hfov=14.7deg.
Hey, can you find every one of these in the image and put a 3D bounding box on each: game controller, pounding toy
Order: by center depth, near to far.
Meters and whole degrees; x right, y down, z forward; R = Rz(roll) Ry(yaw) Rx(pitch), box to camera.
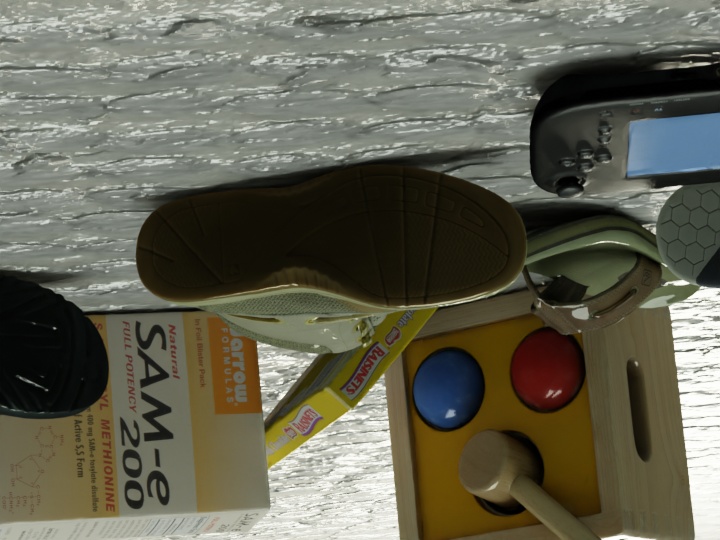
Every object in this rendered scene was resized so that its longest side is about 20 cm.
[{"bbox_3d":[0.177,-0.069,1.288,0.199,0.042,0.104,-6,167,1],"label":"game controller"},{"bbox_3d":[0.111,0.115,1.693,0.183,0.201,0.142,-13,164,30],"label":"pounding toy"}]

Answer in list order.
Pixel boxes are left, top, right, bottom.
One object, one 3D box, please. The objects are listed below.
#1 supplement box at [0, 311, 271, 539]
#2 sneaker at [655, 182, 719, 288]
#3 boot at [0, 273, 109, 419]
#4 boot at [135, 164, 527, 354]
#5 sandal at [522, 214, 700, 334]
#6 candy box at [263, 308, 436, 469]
[{"bbox_3d":[-0.159,0.094,1.663,0.199,0.127,0.074,-3,165,-13],"label":"supplement box"},{"bbox_3d":[0.267,-0.013,1.390,0.201,0.077,0.146,10,-176,29],"label":"sneaker"},{"bbox_3d":[-0.262,0.057,1.567,0.199,0.077,0.168,10,158,-27],"label":"boot"},{"bbox_3d":[0.000,0.000,1.447,0.199,0.073,0.155,-3,167,14],"label":"boot"},{"bbox_3d":[0.133,0.008,1.558,0.079,0.058,0.200,-15,163,37],"label":"sandal"},{"bbox_3d":[-0.011,0.060,1.661,0.102,0.026,0.200,-48,-177,-22],"label":"candy box"}]
